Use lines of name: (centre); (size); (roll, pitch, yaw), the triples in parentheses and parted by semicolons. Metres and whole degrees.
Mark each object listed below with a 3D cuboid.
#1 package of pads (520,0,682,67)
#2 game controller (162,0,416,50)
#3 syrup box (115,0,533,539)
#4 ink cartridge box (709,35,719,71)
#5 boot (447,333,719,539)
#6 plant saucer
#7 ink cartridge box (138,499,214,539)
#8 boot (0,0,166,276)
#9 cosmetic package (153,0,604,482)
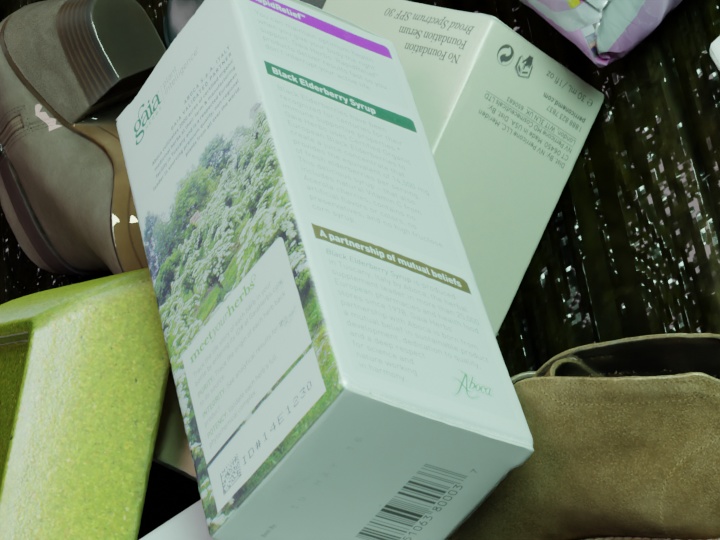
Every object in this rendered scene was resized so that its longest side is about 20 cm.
package of pads: (0.073, -0.171, 0.978); (0.120, 0.076, 0.200); (-42, 41, -3)
game controller: (-0.016, -0.166, 1.090); (0.104, 0.042, 0.200); (12, 73, 6)
syrup box: (-0.017, 0.000, 0.859); (0.079, 0.081, 0.200); (-49, 38, 30)
ink cartridge box: (0.214, -0.055, 0.796); (0.161, 0.050, 0.200); (-43, 46, 20)
boot: (0.059, 0.060, 0.848); (0.200, 0.076, 0.074); (-9, 25, 39)
plant saucer: (-0.139, 0.095, 1.010); (0.200, 0.048, 0.200); (170, 112, -67)
ink cartridge box: (-0.068, 0.177, 0.833); (0.200, 0.085, 0.144); (-33, 45, -22)
boot: (-0.107, -0.026, 1.101); (0.146, 0.070, 0.200); (-34, 72, 59)
cosmetic package: (0.000, 0.000, 0.969); (0.105, 0.071, 0.200); (16, 80, 50)
